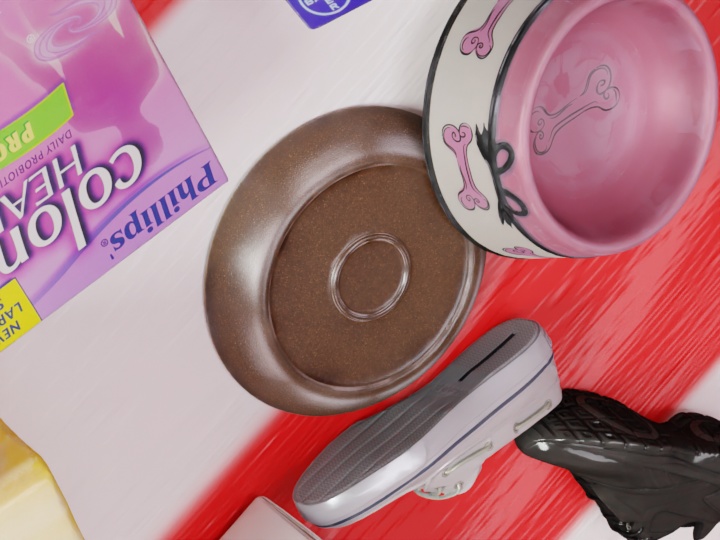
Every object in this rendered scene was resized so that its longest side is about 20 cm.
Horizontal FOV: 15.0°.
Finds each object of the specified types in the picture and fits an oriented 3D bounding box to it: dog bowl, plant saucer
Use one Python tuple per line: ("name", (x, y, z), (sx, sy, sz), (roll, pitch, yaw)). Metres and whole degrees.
("dog bowl", (0.136, -0.098, 1.664), (0.200, 0.074, 0.201), (-13, 111, -37))
("plant saucer", (0.000, 0.000, 1.664), (0.200, 0.032, 0.201), (-12, 115, -29))

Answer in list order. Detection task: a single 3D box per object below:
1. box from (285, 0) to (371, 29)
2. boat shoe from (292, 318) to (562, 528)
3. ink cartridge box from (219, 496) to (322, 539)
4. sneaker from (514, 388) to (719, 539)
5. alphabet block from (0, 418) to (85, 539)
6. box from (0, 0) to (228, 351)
("box", (-0.005, -0.258, 1.454), (0.184, 0.105, 0.200), (-25, 129, 21))
("boat shoe", (0.051, 0.111, 1.712), (0.200, 0.074, 0.067), (-35, 115, -17))
("ink cartridge box", (-0.036, 0.258, 1.713), (0.145, 0.084, 0.200), (-48, 128, -7))
("sneaker", (0.179, 0.137, 1.812), (0.200, 0.076, 0.091), (15, 110, -33))
("alphabet block", (-0.255, 0.190, 1.477), (0.200, 0.196, 0.196), (-32, 125, -18))
("box", (-0.199, -0.085, 1.460), (0.176, 0.097, 0.200), (-37, 125, -15))
